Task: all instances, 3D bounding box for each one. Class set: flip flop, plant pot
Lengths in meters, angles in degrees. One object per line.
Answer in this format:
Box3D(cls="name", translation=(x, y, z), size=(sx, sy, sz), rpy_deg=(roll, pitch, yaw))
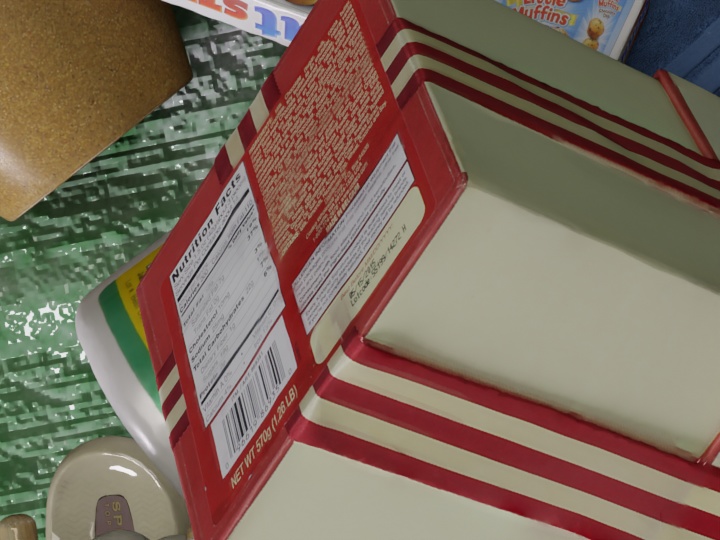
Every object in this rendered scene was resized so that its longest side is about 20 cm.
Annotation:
Box3D(cls="flip flop", translation=(-0.089, 0.166, 1.091), size=(0.081, 0.058, 0.201), rpy_deg=(-6, 92, 10))
Box3D(cls="plant pot", translation=(-0.162, -0.125, 1.080), size=(0.186, 0.186, 0.200), rpy_deg=(-37, 97, 6))

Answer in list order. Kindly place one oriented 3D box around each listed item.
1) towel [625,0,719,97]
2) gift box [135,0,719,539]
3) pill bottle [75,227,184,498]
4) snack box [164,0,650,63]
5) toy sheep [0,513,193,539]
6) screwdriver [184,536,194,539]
Box3D(cls="towel", translation=(0.084, -0.141, 1.074), size=(0.112, 0.049, 0.200), rpy_deg=(-39, 83, -18))
Box3D(cls="gift box", translation=(0.050, 0.036, 0.912), size=(0.186, 0.201, 0.185), rpy_deg=(21, 121, -27))
Box3D(cls="pill bottle", translation=(0.000, 0.000, 1.061), size=(0.200, 0.113, 0.113), rpy_deg=(-37, 81, 5))
Box3D(cls="snack box", translation=(0.002, -0.109, 1.020), size=(0.199, 0.024, 0.072), rpy_deg=(21, 58, 10))
Box3D(cls="toy sheep", translation=(-0.078, 0.154, 1.003), size=(0.199, 0.138, 0.139), rpy_deg=(-5, 86, 17))
Box3D(cls="screwdriver", translation=(-0.003, 0.073, 1.005), size=(0.028, 0.200, 0.029), rpy_deg=(47, 121, 20))
